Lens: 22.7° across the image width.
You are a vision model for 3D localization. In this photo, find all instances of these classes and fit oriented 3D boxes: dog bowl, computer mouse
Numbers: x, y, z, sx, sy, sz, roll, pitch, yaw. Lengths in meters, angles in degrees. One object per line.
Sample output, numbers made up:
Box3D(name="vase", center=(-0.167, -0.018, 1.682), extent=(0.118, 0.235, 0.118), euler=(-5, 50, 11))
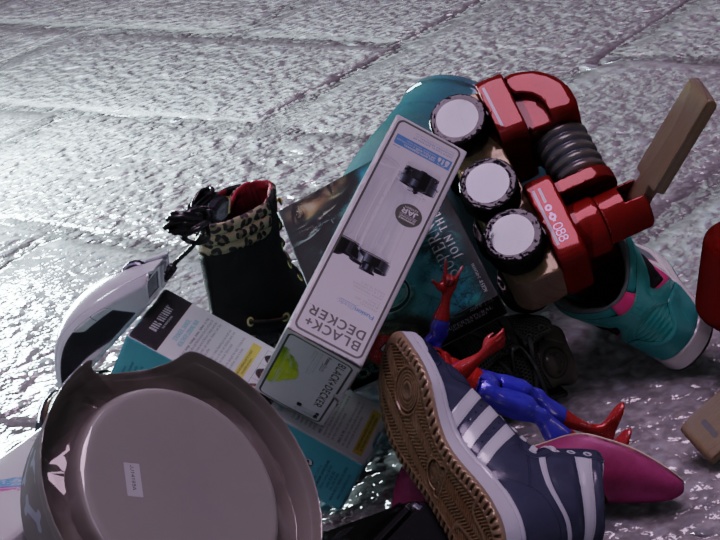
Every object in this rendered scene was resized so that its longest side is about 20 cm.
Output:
Box3D(name="dog bowl", center=(-0.121, 0.146, 1.110), extent=(0.059, 0.200, 0.200), euler=(-42, -2, 40))
Box3D(name="computer mouse", center=(-0.176, 0.012, 1.351), extent=(0.200, 0.044, 0.110), euler=(-46, 7, 18))

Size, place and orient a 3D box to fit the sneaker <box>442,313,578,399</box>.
Box3D(name="sneaker", center=(0.102, 0.084, 1.388), extent=(0.113, 0.077, 0.199), euler=(-9, 16, 20))

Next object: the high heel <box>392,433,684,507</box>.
Box3D(name="high heel", center=(0.121, 0.160, 1.252), extent=(0.198, 0.068, 0.097), euler=(12, 66, 12))

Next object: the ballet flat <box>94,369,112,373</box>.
Box3D(name="ballet flat", center=(-0.172, 0.118, 1.365), extent=(0.069, 0.068, 0.200), euler=(-50, 33, 11))

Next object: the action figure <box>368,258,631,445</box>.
Box3D(name="action figure", center=(0.107, 0.065, 1.299), extent=(0.198, 0.100, 0.065), euler=(16, 20, -6))

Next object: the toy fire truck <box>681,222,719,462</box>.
Box3D(name="toy fire truck", center=(0.306, 0.042, 1.337), extent=(0.199, 0.130, 0.176), euler=(-15, 31, -33))

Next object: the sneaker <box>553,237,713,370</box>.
Box3D(name="sneaker", center=(0.198, 0.003, 1.475), extent=(0.084, 0.120, 0.200), euler=(-53, 25, 6))

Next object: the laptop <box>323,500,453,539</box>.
Box3D(name="laptop", center=(0.000, 0.238, 1.153), extent=(0.199, 0.104, 0.177), euler=(-26, 8, 40))

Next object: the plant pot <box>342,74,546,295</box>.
Box3D(name="plant pot", center=(0.055, -0.036, 1.562), extent=(0.199, 0.201, 0.188), euler=(13, 46, 44))

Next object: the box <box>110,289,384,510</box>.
Box3D(name="box", center=(-0.083, 0.096, 1.343), extent=(0.199, 0.049, 0.082), euler=(29, 29, 2))

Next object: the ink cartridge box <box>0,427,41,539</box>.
Box3D(name="ink cartridge box", center=(-0.208, 0.203, 1.148), extent=(0.087, 0.147, 0.200), euler=(4, 26, 30))

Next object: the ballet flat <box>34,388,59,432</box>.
Box3D(name="ballet flat", center=(-0.228, 0.159, 1.372), extent=(0.072, 0.074, 0.200), euler=(-14, 28, -9))

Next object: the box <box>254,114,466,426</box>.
Box3D(name="box", center=(0.000, 0.000, 1.307), extent=(0.060, 0.117, 0.201), euler=(27, 61, -2))

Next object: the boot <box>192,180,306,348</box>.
Box3D(name="boot", center=(-0.074, -0.006, 1.583), extent=(0.073, 0.152, 0.199), euler=(9, 29, 39))

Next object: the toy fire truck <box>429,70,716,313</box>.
Box3D(name="toy fire truck", center=(0.170, -0.091, 1.396), extent=(0.198, 0.129, 0.177), euler=(-24, 60, 1))

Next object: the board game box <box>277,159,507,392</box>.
Box3D(name="board game box", center=(0.020, -0.008, 1.415), extent=(0.134, 0.028, 0.201), euler=(-28, 44, 3))

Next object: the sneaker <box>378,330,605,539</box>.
Box3D(name="sneaker", center=(0.091, 0.119, 1.207), extent=(0.107, 0.070, 0.201), euler=(-3, 44, -28))
